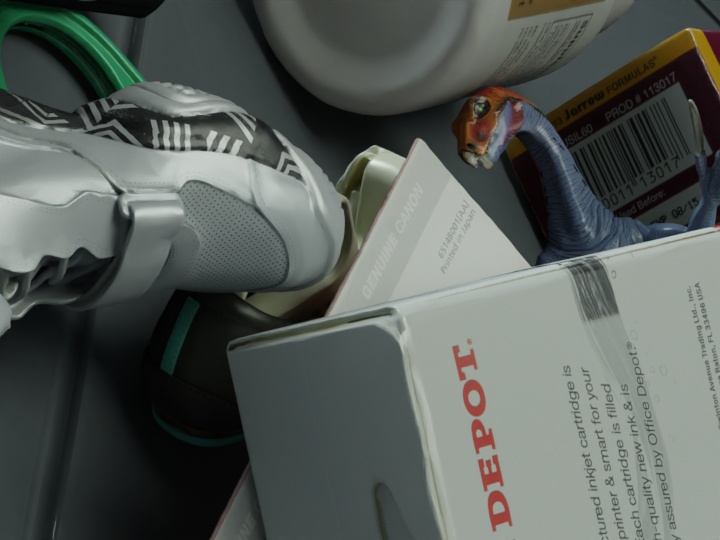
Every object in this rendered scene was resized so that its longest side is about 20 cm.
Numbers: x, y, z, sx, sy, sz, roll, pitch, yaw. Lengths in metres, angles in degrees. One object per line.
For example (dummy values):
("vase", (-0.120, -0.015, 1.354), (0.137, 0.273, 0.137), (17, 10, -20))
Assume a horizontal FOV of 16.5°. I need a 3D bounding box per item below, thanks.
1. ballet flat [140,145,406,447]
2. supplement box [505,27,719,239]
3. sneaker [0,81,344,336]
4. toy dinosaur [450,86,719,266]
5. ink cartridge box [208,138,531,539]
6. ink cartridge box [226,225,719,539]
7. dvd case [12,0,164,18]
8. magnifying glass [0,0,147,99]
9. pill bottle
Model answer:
("ballet flat", (0.000, 0.000, 0.879), (0.068, 0.069, 0.200), (23, 30, 25))
("supplement box", (0.171, -0.049, 1.180), (0.199, 0.110, 0.086), (-5, 68, -58))
("sneaker", (-0.098, -0.001, 0.737), (0.199, 0.075, 0.116), (16, 52, -22))
("toy dinosaur", (0.090, 0.018, 1.013), (0.104, 0.200, 0.182), (-19, 63, -30))
("ink cartridge box", (0.024, 0.088, 0.833), (0.176, 0.045, 0.201), (46, 53, -25))
("ink cartridge box", (0.067, 0.071, 0.788), (0.199, 0.083, 0.145), (-12, 89, -44))
("dvd case", (-0.155, -0.180, 0.879), (0.142, 0.018, 0.201), (0, 58, -56))
("magnifying glass", (-0.068, -0.033, 0.897), (0.199, 0.022, 0.080), (32, 39, -36))
("pill bottle", (0.048, -0.133, 1.065), (0.115, 0.114, 0.200), (62, 29, 5))
